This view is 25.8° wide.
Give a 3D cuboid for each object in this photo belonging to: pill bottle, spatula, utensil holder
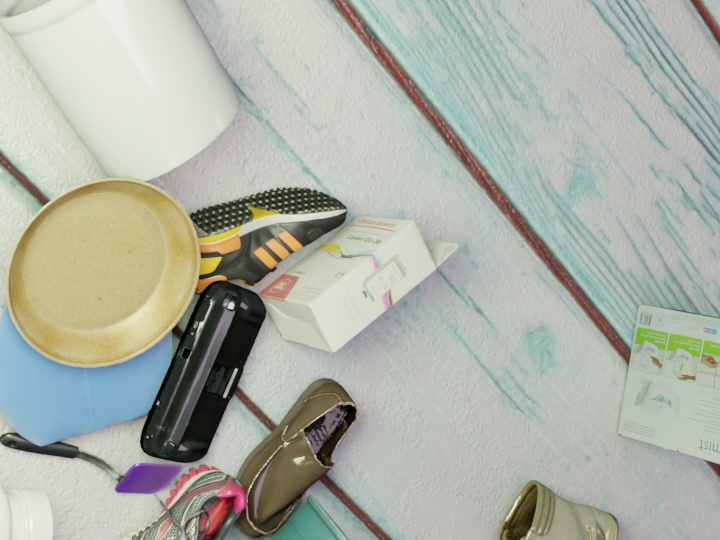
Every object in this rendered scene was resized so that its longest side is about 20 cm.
[{"bbox_3d":[-0.403,0.251,1.510,0.198,0.111,0.113,5,93,-33],"label":"pill bottle"},{"bbox_3d":[-0.281,0.198,1.631,0.199,0.021,0.057,21,128,-27],"label":"spatula"},{"bbox_3d":[-0.230,-0.210,1.533,0.170,0.169,0.201,-43,118,-21],"label":"utensil holder"}]

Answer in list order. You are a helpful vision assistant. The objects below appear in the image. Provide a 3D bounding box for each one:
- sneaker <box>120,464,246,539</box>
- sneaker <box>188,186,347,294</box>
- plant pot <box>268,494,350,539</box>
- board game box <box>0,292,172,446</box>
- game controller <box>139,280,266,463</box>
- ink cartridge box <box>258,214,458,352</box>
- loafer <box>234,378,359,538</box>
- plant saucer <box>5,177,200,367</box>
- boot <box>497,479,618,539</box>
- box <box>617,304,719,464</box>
[{"bbox_3d":[-0.201,0.294,1.669,0.081,0.074,0.201,45,73,-28],"label":"sneaker"},{"bbox_3d":[-0.105,-0.030,1.703,0.199,0.070,0.091,-14,122,-33],"label":"sneaker"},{"bbox_3d":[-0.061,0.381,1.710,0.188,0.200,0.201,-39,116,-6],"label":"plant pot"},{"bbox_3d":[-0.290,0.085,1.608,0.199,0.039,0.160,-15,110,-28],"label":"board game box"},{"bbox_3d":[-0.165,0.110,1.671,0.104,0.042,0.201,22,92,-63],"label":"game controller"},{"bbox_3d":[0.000,0.000,1.737,0.200,0.116,0.068,-38,114,-24],"label":"ink cartridge box"},{"bbox_3d":[-0.071,0.208,1.743,0.073,0.071,0.201,40,75,-30],"label":"loafer"},{"bbox_3d":[-0.255,-0.002,1.545,0.199,0.035,0.202,-13,119,-24],"label":"plant saucer"},{"bbox_3d":[0.233,0.376,1.961,0.154,0.072,0.202,28,76,-33],"label":"boot"},{"bbox_3d":[0.433,0.145,1.985,0.096,0.199,0.178,8,91,-33],"label":"box"}]
